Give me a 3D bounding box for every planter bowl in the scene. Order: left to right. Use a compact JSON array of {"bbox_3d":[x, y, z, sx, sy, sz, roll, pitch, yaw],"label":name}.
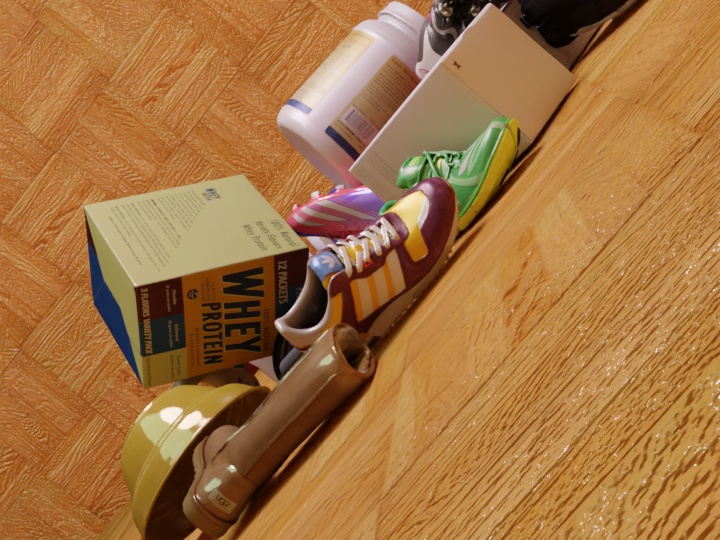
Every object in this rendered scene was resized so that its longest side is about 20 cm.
[{"bbox_3d":[-0.181,0.178,1.299,0.201,0.083,0.201,-49,-18,-22],"label":"planter bowl"}]

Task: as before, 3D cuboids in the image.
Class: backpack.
[{"bbox_3d":[0.236,-0.332,1.317,0.154,0.163,0.200,-36,8,-8],"label":"backpack"}]

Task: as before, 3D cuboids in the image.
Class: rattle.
[{"bbox_3d":[-0.131,0.126,1.519,0.143,0.130,0.200,-51,-4,33],"label":"rattle"}]

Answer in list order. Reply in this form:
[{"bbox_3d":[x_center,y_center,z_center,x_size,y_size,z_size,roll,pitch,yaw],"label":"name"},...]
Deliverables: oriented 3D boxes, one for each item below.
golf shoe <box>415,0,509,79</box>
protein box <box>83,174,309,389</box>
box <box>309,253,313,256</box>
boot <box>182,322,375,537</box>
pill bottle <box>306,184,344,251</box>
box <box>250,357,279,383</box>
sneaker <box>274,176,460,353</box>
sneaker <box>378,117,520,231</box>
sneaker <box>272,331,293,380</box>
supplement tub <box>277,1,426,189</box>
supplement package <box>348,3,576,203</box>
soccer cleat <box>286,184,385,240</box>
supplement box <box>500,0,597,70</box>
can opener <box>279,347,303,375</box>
[{"bbox_3d":[0.109,-0.286,1.417,0.088,0.077,0.200,-55,0,44],"label":"golf shoe"},{"bbox_3d":[-0.188,0.007,1.475,0.199,0.199,0.135,-14,-56,-23],"label":"protein box"},{"bbox_3d":[-0.127,0.033,1.606,0.199,0.156,0.041,-23,-52,-33],"label":"box"},{"bbox_3d":[-0.065,0.126,1.133,0.200,0.066,0.175,-49,13,13],"label":"boot"},{"bbox_3d":[0.032,-0.091,1.627,0.200,0.120,0.120,-50,4,11],"label":"pill bottle"},{"bbox_3d":[-0.113,0.066,1.792,0.098,0.124,0.200,-49,4,10],"label":"box"},{"bbox_3d":[0.007,-0.005,1.142,0.200,0.090,0.075,-56,40,10],"label":"sneaker"},{"bbox_3d":[0.078,-0.080,1.222,0.200,0.084,0.074,-46,5,45],"label":"sneaker"},{"bbox_3d":[-0.028,0.043,1.396,0.200,0.071,0.083,-49,1,4],"label":"sneaker"},{"bbox_3d":[0.015,-0.204,1.527,0.200,0.144,0.144,-48,3,-6],"label":"supplement tub"},{"bbox_3d":[0.101,-0.147,1.313,0.121,0.120,0.200,-52,3,-39],"label":"supplement package"},{"bbox_3d":[0.004,-0.062,1.453,0.199,0.077,0.067,-18,-10,26],"label":"soccer cleat"},{"bbox_3d":[0.185,-0.249,1.467,0.200,0.103,0.101,-55,6,-35],"label":"supplement box"},{"bbox_3d":[-0.013,0.065,1.267,0.066,0.053,0.200,-7,-27,-41],"label":"can opener"}]
